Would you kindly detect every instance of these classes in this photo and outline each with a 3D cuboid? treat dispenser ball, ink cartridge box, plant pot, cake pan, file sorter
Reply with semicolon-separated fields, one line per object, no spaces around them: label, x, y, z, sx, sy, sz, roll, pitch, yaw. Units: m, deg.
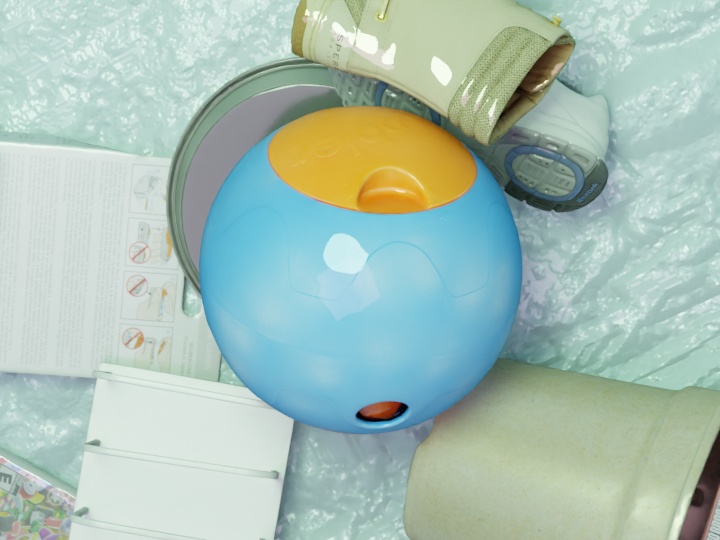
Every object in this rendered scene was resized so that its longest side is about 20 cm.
treat dispenser ball;0.000;0.000;1.392;0.199;0.201;0.203;2;101;9
ink cartridge box;-0.190;-0.009;1.558;0.198;0.047;0.162;4;101;-8
plant pot;0.134;0.143;1.460;0.182;0.200;0.202;17;104;18
cake pan;-0.034;-0.040;1.509;0.198;0.037;0.202;1;101;4
file sorter;-0.125;0.169;1.484;0.137;0.125;0.202;10;86;-1

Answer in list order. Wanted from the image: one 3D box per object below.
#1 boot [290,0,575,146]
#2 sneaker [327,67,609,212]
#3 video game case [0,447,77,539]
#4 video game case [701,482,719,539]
boot;0.069;-0.176;1.401;0.155;0.200;0.073;28;148;16
sneaker;0.071;-0.110;1.463;0.199;0.087;0.075;26;135;-3
video game case;-0.206;0.231;1.610;0.199;0.018;0.144;27;104;3
video game case;0.241;0.162;1.455;0.017;0.143;0.202;20;104;18
